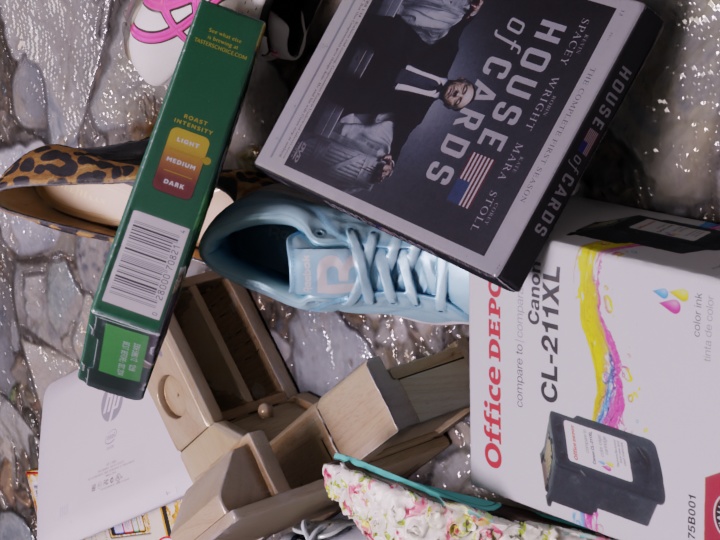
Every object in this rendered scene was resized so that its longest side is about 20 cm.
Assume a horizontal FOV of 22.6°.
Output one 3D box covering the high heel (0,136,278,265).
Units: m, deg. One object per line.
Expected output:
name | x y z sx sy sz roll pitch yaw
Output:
high heel | -0.126 -0.026 1.106 0.200 0.142 0.072 31 124 38

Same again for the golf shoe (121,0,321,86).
golf shoe | -0.075 -0.154 1.063 0.200 0.072 0.092 -38 74 47

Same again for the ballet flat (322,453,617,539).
ballet flat | 0.070 0.149 0.927 0.199 0.076 0.064 15 81 7

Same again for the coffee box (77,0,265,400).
coffee box | -0.107 -0.039 1.020 0.123 0.044 0.201 119 168 -65

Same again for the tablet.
tablet | -0.167 0.112 1.242 0.200 0.014 0.131 -27 56 43

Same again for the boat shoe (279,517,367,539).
boat shoe | -0.020 0.178 1.032 0.201 0.071 0.070 -32 37 50

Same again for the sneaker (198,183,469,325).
sneaker | 0.000 0.000 0.994 0.199 0.082 0.074 6 112 29

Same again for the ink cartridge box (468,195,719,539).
ink cartridge box | 0.148 0.055 0.870 0.199 0.083 0.147 14 112 45

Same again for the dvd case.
dvd case | 0.044 -0.088 0.920 0.200 0.025 0.151 26 87 47

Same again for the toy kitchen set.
toy kitchen set | -0.069 0.062 1.054 0.200 0.163 0.181 -42 70 46

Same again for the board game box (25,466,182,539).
board game box | -0.155 0.206 1.284 0.199 0.046 0.152 -10 94 49
